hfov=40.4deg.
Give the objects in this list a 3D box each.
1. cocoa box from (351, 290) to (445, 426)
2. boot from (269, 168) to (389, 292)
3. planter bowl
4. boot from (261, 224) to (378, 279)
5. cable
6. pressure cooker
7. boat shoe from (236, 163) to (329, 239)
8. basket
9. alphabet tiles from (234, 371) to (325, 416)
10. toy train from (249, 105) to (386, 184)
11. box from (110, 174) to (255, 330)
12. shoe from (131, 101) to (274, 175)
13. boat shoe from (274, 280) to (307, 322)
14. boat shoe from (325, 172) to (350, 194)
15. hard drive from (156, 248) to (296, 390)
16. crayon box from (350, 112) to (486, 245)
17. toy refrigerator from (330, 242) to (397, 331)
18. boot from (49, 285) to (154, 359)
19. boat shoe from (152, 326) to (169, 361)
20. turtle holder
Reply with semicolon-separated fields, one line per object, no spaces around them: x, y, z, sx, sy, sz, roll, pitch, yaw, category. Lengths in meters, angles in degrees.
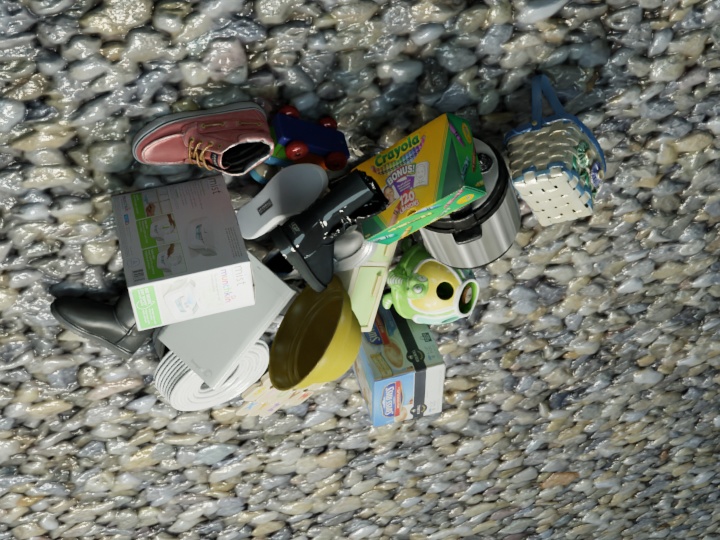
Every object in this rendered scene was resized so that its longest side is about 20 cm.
0.056;0.152;1.745;0.130;0.201;0.134;-11;136;-12;cocoa box
-0.029;-0.057;1.429;0.168;0.077;0.200;-34;156;2;boot
-0.056;0.112;1.544;0.083;0.201;0.201;29;117;-25;planter bowl
-0.070;-0.022;1.554;0.199;0.074;0.095;-22;174;38;boot
-0.251;0.164;1.663;0.199;0.069;0.200;-29;155;-17;cable
0.155;-0.118;1.535;0.179;0.175;0.200;-54;150;-13;pressure cooker
-0.106;-0.103;1.459;0.200;0.070;0.066;-34;168;40;boat shoe
0.310;-0.185;1.543;0.138;0.201;0.176;-17;142;29;basket
-0.133;0.214;1.807;0.195;0.015;0.200;-40;155;15;alphabet tiles
-0.064;-0.166;1.484;0.199;0.085;0.116;11;140;-36;toy train
-0.261;-0.032;1.433;0.175;0.201;0.097;-13;136;-13;box
-0.223;-0.177;1.388;0.199;0.091;0.072;-16;136;-9;shoe
-0.108;0.049;1.670;0.199;0.074;0.066;10;119;-42;boat shoe
-0.056;-0.113;1.542;0.199;0.072;0.072;-23;130;-7;boat shoe
-0.214;0.069;1.553;0.200;0.132;0.026;-51;165;1;hard drive
0.082;-0.131;1.438;0.199;0.120;0.058;-27;155;38;crayon box
0.000;0.000;1.618;0.076;0.070;0.201;3;111;-39;toy refrigerator
-0.365;0.030;1.542;0.164;0.066;0.200;33;112;-33;boot
-0.284;0.078;1.625;0.073;0.066;0.201;9;127;-29;boat shoe
0.121;0.018;1.648;0.141;0.131;0.186;-59;148;-18;turtle holder
